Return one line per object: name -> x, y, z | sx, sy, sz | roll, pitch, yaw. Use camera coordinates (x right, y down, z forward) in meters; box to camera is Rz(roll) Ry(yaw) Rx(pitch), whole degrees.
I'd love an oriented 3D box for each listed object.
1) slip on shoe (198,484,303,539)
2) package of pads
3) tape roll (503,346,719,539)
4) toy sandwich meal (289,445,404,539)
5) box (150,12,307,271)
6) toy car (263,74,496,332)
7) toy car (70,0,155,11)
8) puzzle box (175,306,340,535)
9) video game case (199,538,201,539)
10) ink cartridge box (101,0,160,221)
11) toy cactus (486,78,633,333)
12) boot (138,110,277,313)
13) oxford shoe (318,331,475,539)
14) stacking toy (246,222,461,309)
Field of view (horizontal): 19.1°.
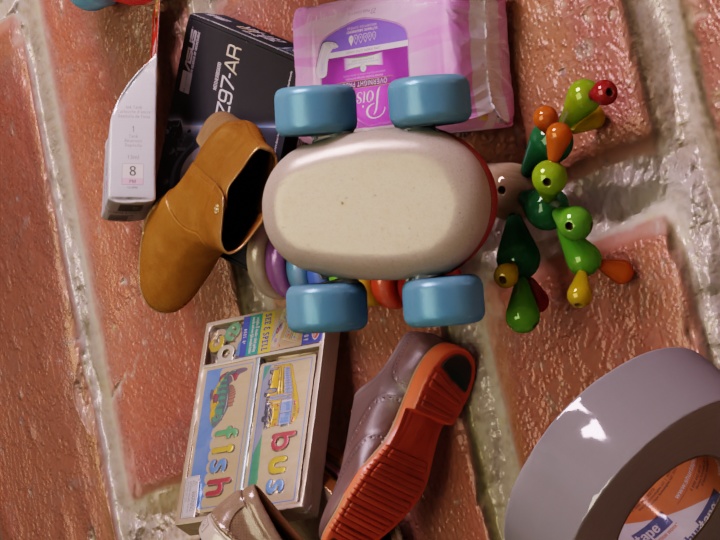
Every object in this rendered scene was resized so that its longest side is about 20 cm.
slip on shoe -> -0.042, 0.258, 1.745 | 0.200, 0.076, 0.061 | 45, 102, 1
package of pads -> 0.034, -0.167, 1.750 | 0.200, 0.076, 0.121 | -4, 87, 46
tape roll -> 0.197, 0.153, 1.506 | 0.066, 0.200, 0.201 | 43, 120, 36
toy sandwich meal -> -0.034, 0.257, 1.839 | 0.205, 0.070, 0.206 | 2, 93, 46
box -> -0.109, -0.116, 1.921 | 0.160, 0.043, 0.200 | 27, 111, 42
toy car -> 0.032, -0.052, 1.675 | 0.177, 0.200, 0.185 | -4, 92, 16
toy car -> -0.260, -0.335, 1.957 | 0.184, 0.200, 0.177 | -11, 83, 45
puzzle box -> -0.086, 0.126, 1.837 | 0.133, 0.025, 0.200 | -12, 55, 28
video game case -> -0.091, 0.306, 1.884 | 0.200, 0.023, 0.182 | 67, 157, 20
ink cartridge box -> -0.210, -0.151, 1.950 | 0.163, 0.057, 0.200 | 150, 118, -80
toy cactus -> 0.142, -0.057, 1.651 | 0.165, 0.102, 0.200 | -152, 65, -62
boot -> -0.132, -0.034, 1.835 | 0.202, 0.071, 0.144 | -68, 22, 14
oxford shoe -> 0.019, 0.143, 1.758 | 0.072, 0.071, 0.200 | 28, 83, 46
stacking toy -> 0.000, 0.000, 1.793 | 0.200, 0.085, 0.086 | 14, 102, 41
